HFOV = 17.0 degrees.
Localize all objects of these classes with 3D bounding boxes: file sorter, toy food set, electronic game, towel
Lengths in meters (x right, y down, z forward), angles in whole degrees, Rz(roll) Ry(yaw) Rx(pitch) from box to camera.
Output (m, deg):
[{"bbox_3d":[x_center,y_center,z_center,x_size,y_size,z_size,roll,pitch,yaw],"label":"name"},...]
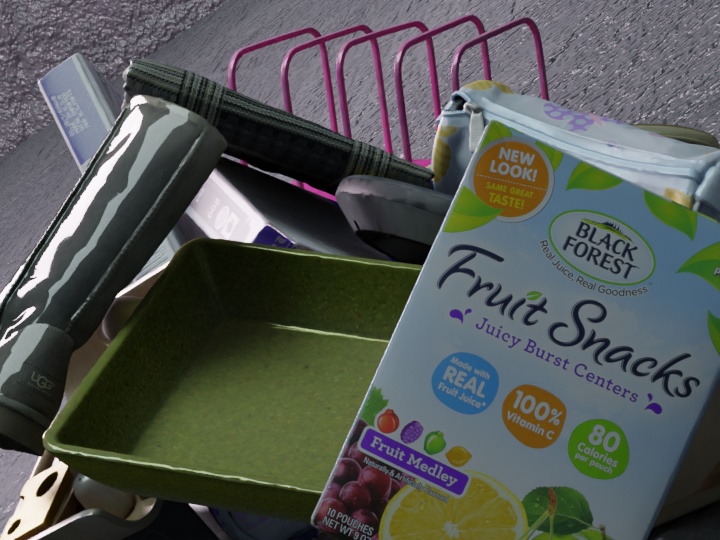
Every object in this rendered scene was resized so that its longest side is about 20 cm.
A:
[{"bbox_3d":[0.023,-0.109,1.712,0.199,0.126,0.139,0,16,32],"label":"file sorter"},{"bbox_3d":[-0.156,0.088,1.316,0.143,0.060,0.200,-30,27,36],"label":"toy food set"},{"bbox_3d":[0.079,-0.010,1.358,0.042,0.199,0.200,-68,20,-6],"label":"electronic game"},{"bbox_3d":[-0.054,-0.082,1.453,0.200,0.192,0.035,170,119,-83],"label":"towel"}]

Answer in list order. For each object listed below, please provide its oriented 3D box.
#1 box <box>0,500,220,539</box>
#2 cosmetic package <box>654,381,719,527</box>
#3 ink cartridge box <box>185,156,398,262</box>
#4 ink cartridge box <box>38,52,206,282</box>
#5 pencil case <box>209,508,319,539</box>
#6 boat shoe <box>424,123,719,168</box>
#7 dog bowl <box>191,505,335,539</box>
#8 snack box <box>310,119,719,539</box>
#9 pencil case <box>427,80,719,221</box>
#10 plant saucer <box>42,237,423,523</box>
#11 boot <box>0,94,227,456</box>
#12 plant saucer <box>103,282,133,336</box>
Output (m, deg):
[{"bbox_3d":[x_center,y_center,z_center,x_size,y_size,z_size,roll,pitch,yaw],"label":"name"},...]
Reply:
[{"bbox_3d":[-0.138,0.194,1.357,0.106,0.122,0.200,-46,16,-20],"label":"box"},{"bbox_3d":[0.125,0.080,1.196,0.199,0.071,0.105,-27,18,34],"label":"cosmetic package"},{"bbox_3d":[0.000,0.000,1.469,0.044,0.197,0.200,-64,27,8],"label":"ink cartridge box"},{"bbox_3d":[-0.118,-0.022,1.582,0.043,0.200,0.197,-34,55,6],"label":"ink cartridge box"},{"bbox_3d":[-0.060,0.076,1.374,0.090,0.083,0.200,-24,28,-4],"label":"pencil case"},{"bbox_3d":[0.132,-0.043,1.500,0.199,0.065,0.072,-9,-22,-10],"label":"boat shoe"},{"bbox_3d":[-0.028,0.108,1.491,0.200,0.059,0.200,-35,16,11],"label":"dog bowl"},{"bbox_3d":[0.082,0.053,1.084,0.201,0.142,0.053,-65,-7,3],"label":"snack box"},{"bbox_3d":[0.135,-0.051,1.381,0.199,0.091,0.083,20,52,36],"label":"pencil case"},{"bbox_3d":[-0.033,0.065,1.236,0.199,0.048,0.200,7,34,18],"label":"plant saucer"},{"bbox_3d":[-0.168,-0.002,1.315,0.181,0.072,0.201,8,71,54],"label":"boot"},{"bbox_3d":[-0.119,0.040,1.617,0.050,0.200,0.200,-44,12,19],"label":"plant saucer"}]
